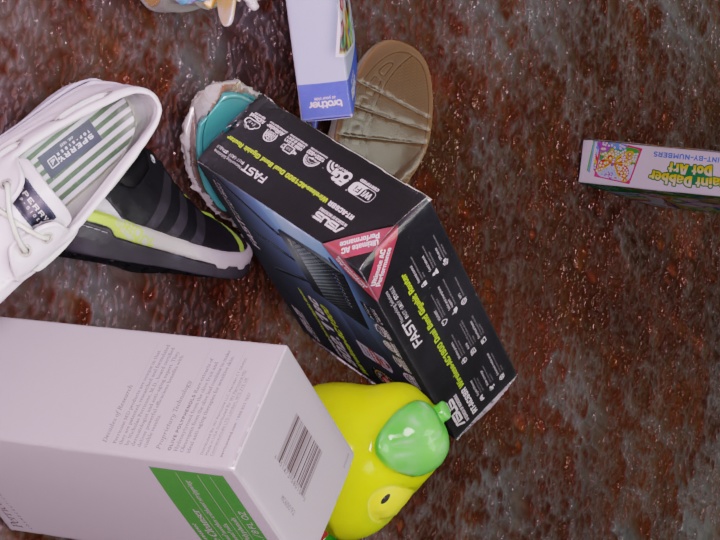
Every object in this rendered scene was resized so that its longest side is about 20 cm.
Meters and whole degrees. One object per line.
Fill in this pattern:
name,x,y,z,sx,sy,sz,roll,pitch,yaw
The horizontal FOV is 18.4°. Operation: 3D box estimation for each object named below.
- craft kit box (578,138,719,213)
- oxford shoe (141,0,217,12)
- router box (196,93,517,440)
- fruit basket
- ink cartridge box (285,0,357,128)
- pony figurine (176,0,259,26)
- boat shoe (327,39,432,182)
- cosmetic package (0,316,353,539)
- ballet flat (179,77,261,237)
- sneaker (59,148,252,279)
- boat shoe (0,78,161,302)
craft kit box,0.324,-0.078,2.000,0.200,0.197,0.049,9,85,-61
oxford shoe,-0.091,-0.196,1.370,0.200,0.058,0.075,-46,127,-70
router box,0.000,0.000,1.364,0.062,0.150,0.200,-45,141,-13
fruit basket,-0.041,0.137,1.363,0.216,0.215,0.156,18,80,-61
ink cartridge box,-0.028,-0.180,1.454,0.119,0.042,0.200,-87,173,-68
pony figurine,-0.101,-0.255,1.213,0.193,0.166,0.200,32,61,-51
boat shoe,-0.004,-0.063,1.545,0.072,0.065,0.200,17,78,-24
cosmetic package,-0.119,0.093,1.214,0.108,0.200,0.085,59,43,-44
ballet flat,-0.073,-0.060,1.420,0.200,0.072,0.072,59,45,-50
sneaker,-0.124,-0.042,1.315,0.200,0.072,0.083,13,82,-61
boat shoe,-0.183,-0.037,1.174,0.074,0.067,0.200,49,59,-23
